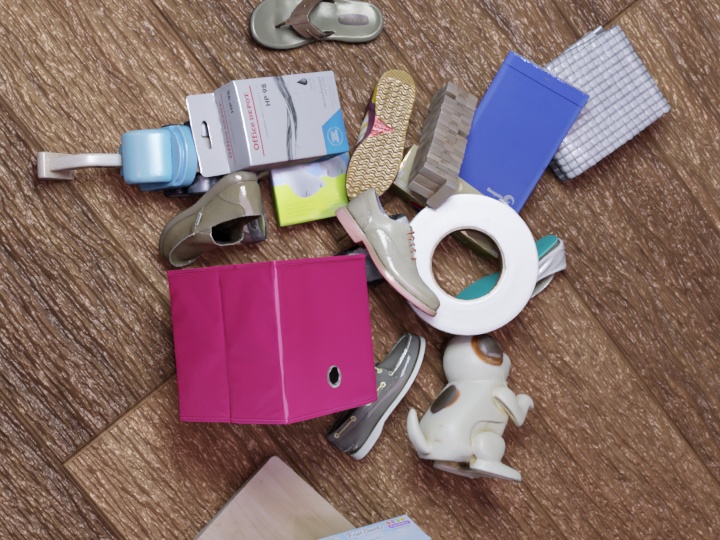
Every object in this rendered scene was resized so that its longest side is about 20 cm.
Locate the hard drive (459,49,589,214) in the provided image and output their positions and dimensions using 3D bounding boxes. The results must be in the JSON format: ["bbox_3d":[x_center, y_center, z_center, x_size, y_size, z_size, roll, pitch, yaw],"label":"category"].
[{"bbox_3d":[0.224,-0.200,1.490,0.132,0.025,0.200,30,110,2],"label":"hard drive"}]

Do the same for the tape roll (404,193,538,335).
[{"bbox_3d":[0.150,-0.009,1.442,0.202,0.037,0.204,0,86,2],"label":"tape roll"}]

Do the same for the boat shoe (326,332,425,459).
[{"bbox_3d":[0.024,0.174,1.476,0.060,0.072,0.202,32,87,-15],"label":"boat shoe"}]

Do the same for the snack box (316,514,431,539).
[{"bbox_3d":[-0.002,0.452,1.407,0.168,0.068,0.201,-4,117,-38],"label":"snack box"}]

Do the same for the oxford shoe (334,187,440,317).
[{"bbox_3d":[0.051,-0.026,1.392,0.074,0.071,0.200,-40,83,4],"label":"oxford shoe"}]

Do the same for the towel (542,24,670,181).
[{"bbox_3d":[0.339,-0.254,1.542,0.200,0.086,0.166,-36,95,-8],"label":"towel"}]

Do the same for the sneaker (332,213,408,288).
[{"bbox_3d":[0.000,0.000,1.474,0.200,0.074,0.079,-35,101,-10],"label":"sneaker"}]

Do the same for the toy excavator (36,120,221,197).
[{"bbox_3d":[-0.313,-0.151,1.385,0.199,0.194,0.100,-1,90,-40],"label":"toy excavator"}]

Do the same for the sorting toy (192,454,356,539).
[{"bbox_3d":[-0.121,0.395,1.445,0.200,0.070,0.199,44,81,-8],"label":"sorting toy"}]

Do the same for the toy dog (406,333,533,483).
[{"bbox_3d":[0.153,0.188,1.477,0.193,0.139,0.201,20,72,-18],"label":"toy dog"}]

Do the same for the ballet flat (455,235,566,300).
[{"bbox_3d":[0.231,0.024,1.530,0.200,0.069,0.070,-33,96,-11],"label":"ballet flat"}]

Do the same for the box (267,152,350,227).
[{"bbox_3d":[-0.079,-0.171,1.470,0.121,0.048,0.201,-12,93,-12],"label":"box"}]

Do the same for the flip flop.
[{"bbox_3d":[-0.061,-0.361,1.469,0.199,0.058,0.081,-2,90,-12],"label":"flip flop"}]

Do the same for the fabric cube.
[{"bbox_3d":[-0.113,0.087,1.348,0.196,0.199,0.200,-4,90,-53],"label":"fabric cube"}]

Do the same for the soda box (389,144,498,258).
[{"bbox_3d":[0.133,-0.099,1.505,0.200,0.064,0.068,35,83,-9],"label":"soda box"}]

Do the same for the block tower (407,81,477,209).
[{"bbox_3d":[0.118,-0.184,1.455,0.058,0.054,0.200,27,51,-15],"label":"block tower"}]

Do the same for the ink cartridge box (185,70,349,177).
[{"bbox_3d":[-0.122,-0.196,1.367,0.199,0.067,0.116,-14,93,-34],"label":"ink cartridge box"}]

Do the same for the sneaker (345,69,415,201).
[{"bbox_3d":[0.029,-0.184,1.469,0.075,0.090,0.201,21,85,-3],"label":"sneaker"}]

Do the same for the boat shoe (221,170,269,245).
[{"bbox_3d":[-0.160,-0.136,1.433,0.066,0.072,0.202,0,96,10],"label":"boat shoe"}]

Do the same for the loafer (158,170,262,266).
[{"bbox_3d":[-0.203,-0.057,1.379,0.076,0.200,0.068,-3,61,-46],"label":"loafer"}]
